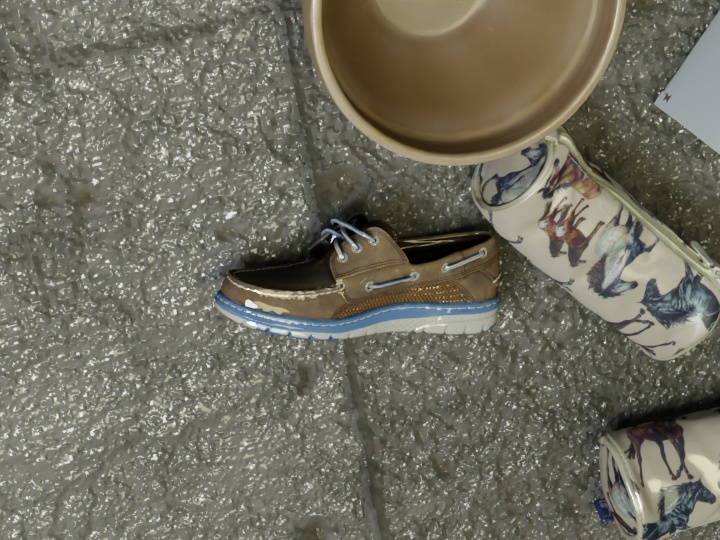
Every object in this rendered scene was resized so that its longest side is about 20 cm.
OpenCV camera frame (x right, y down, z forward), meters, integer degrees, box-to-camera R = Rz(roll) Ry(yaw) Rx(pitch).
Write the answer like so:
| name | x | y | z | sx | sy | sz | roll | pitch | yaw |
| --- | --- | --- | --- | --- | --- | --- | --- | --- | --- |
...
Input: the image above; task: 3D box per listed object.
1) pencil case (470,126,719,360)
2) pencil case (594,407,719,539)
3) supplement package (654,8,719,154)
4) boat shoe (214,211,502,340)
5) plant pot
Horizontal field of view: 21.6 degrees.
| name | x | y | z | sx | sy | sz | roll | pitch | yaw |
| --- | --- | --- | --- | --- | --- | --- | --- | --- | --- |
| pencil case | 0.162 | -0.024 | 1.262 | 0.089 | 0.078 | 0.200 | -38 | 121 | 25 |
| pencil case | 0.270 | 0.142 | 1.362 | 0.199 | 0.078 | 0.090 | -12 | 98 | -12 |
| supplement package | 0.318 | -0.093 | 1.264 | 0.200 | 0.110 | 0.114 | 28 | 102 | -26 |
| boat shoe | 0.000 | 0.000 | 1.234 | 0.199 | 0.072 | 0.073 | -2 | 109 | -28 |
| plant pot | 0.054 | -0.174 | 1.155 | 0.200 | 0.093 | 0.201 | -7 | 116 | -15 |
